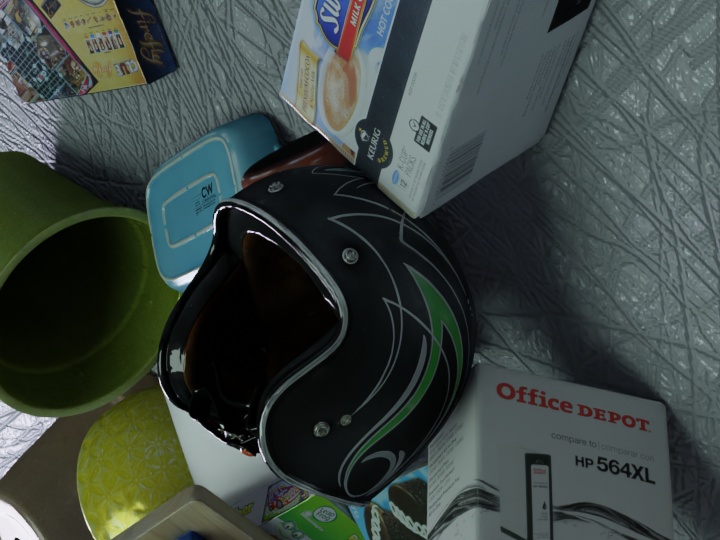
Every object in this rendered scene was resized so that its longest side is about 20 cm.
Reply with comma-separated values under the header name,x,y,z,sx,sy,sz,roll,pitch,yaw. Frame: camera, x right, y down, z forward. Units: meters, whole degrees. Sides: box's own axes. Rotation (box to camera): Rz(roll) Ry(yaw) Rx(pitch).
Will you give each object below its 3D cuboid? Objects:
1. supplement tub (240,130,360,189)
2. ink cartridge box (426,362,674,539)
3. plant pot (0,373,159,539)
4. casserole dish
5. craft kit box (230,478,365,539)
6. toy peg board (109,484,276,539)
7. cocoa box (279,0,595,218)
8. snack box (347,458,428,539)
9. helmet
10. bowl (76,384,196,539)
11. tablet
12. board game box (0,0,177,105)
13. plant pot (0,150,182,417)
name,x,y,z,sx,sy,sz,roll,pitch,yaw
supplement tub,0.000,0.000,1.365,0.107,0.107,0.202,-12,106,53
ink cartridge box,0.122,0.174,1.235,0.084,0.144,0.202,126,152,-52
plant pot,-0.249,0.209,1.766,0.199,0.174,0.202,30,135,34
casserole dish,-0.116,-0.047,1.494,0.199,0.038,0.123,-24,75,55
craft kit box,-0.047,0.255,1.510,0.196,0.049,0.200,-30,126,24
toy peg board,-0.127,0.293,1.447,0.198,0.098,0.200,-34,125,24
cocoa box,0.052,-0.162,1.155,0.131,0.133,0.201,42,141,21
snack box,0.077,0.236,1.394,0.116,0.037,0.201,-30,88,49
helmet,-0.020,0.034,1.222,0.199,0.192,0.200,27,180,0
bowl,-0.122,0.167,1.577,0.201,0.200,0.108,53,131,7
tablet,-0.058,0.101,1.471,0.199,0.014,0.131,-25,81,26
board game box,-0.240,-0.211,1.558,0.199,0.034,0.137,0,115,50
plant pot,-0.278,-0.009,1.652,0.190,0.199,0.202,42,144,42
